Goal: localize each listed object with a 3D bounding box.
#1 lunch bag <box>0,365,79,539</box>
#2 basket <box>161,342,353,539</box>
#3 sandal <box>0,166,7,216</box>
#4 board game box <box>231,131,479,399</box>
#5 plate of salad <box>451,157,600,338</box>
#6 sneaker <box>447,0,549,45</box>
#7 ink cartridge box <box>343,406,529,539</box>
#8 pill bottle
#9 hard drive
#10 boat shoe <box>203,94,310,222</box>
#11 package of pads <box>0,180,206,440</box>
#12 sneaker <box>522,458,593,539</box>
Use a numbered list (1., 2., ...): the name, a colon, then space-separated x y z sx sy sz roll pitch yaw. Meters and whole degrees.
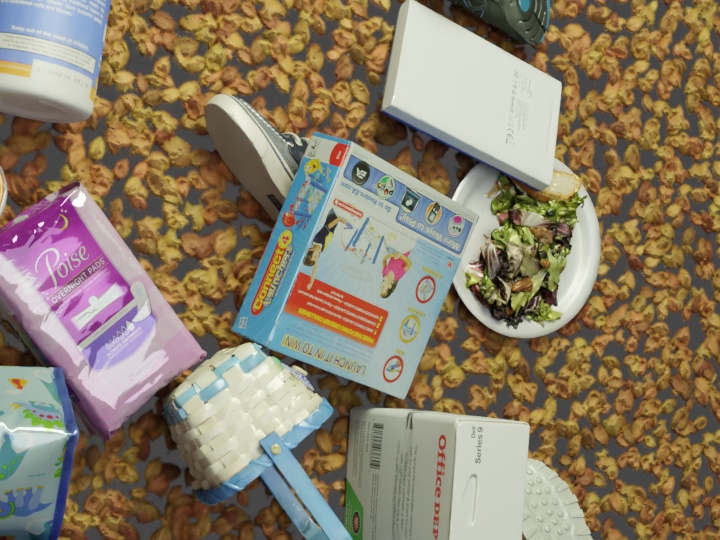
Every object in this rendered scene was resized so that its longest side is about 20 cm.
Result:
1. lunch bag: -0.330 0.184 1.079 0.169 0.128 0.201 6 117 -23
2. basket: -0.082 0.166 1.184 0.139 0.176 0.201 -32 94 -16
3. sandal: -0.385 -0.041 1.096 0.206 0.059 0.080 -21 98 -27
4. board game box: 0.000 0.000 1.247 0.199 0.056 0.197 26 86 -45
5. plate of salad: 0.178 -0.029 1.399 0.199 0.048 0.202 1 88 -28
6. sneaker: 0.125 -0.299 1.373 0.200 0.082 0.074 35 64 -42
7. ink cartridge box: 0.066 0.206 1.244 0.083 0.200 0.147 6 85 -28
8. pill bottle: -0.268 -0.236 1.136 0.111 0.112 0.202 12 83 -27
9. hard drive: 0.117 -0.179 1.365 0.199 0.025 0.133 24 60 -24
10. boat shoe: -0.061 -0.105 1.268 0.093 0.074 0.200 -48 118 -25
11. package of pads: -0.239 0.034 1.162 0.120 0.076 0.201 -41 106 -26
12. sneaker: 0.202 0.291 1.389 0.076 0.081 0.201 -26 80 -23
